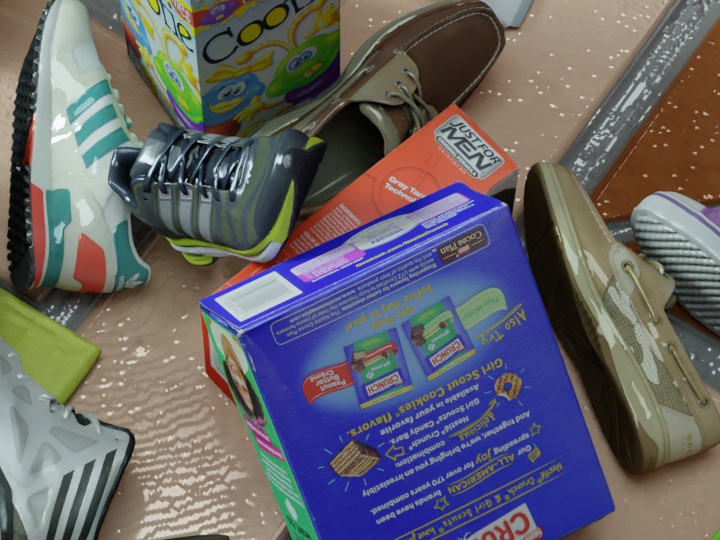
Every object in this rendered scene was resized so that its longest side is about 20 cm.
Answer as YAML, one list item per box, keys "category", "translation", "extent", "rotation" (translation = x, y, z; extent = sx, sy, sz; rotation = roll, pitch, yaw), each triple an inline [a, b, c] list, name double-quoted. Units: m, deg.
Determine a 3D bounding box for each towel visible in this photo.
- category: "towel"
  translation: [-0.242, 0.104, 1.637]
  extent: [0.086, 0.018, 0.200]
  rotation: [31, 67, 8]

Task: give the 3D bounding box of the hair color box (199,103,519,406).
- category: "hair color box"
  translation: [0.000, 0.000, 1.640]
  extent: [0.200, 0.102, 0.061]
  rotation: [-40, 71, -17]

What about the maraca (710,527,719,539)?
- category: "maraca"
  translation: [0.279, 0.167, 1.554]
  extent: [0.200, 0.107, 0.137]
  rotation: [-31, 67, -15]

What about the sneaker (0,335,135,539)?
- category: "sneaker"
  translation: [-0.198, 0.084, 1.615]
  extent: [0.115, 0.076, 0.201]
  rotation: [-4, 61, -25]

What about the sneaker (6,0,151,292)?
- category: "sneaker"
  translation: [-0.163, -0.073, 1.705]
  extent: [0.093, 0.070, 0.200]
  rotation: [8, 60, -16]

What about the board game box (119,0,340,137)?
- category: "board game box"
  translation: [-0.080, -0.168, 1.668]
  extent: [0.103, 0.200, 0.105]
  rotation: [-30, 67, -14]

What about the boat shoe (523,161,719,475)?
- category: "boat shoe"
  translation: [0.154, 0.023, 1.652]
  extent: [0.064, 0.071, 0.200]
  rotation: [-16, 73, -15]

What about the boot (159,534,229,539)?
- category: "boot"
  translation: [-0.162, 0.201, 1.569]
  extent: [0.200, 0.074, 0.076]
  rotation: [-19, 84, -5]

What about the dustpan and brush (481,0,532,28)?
- category: "dustpan and brush"
  translation: [0.035, -0.254, 1.788]
  extent: [0.200, 0.057, 0.140]
  rotation: [22, 66, 10]

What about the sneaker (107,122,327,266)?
- category: "sneaker"
  translation: [-0.086, -0.048, 1.584]
  extent: [0.081, 0.200, 0.074]
  rotation: [28, 71, -21]

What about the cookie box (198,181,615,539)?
- category: "cookie box"
  translation: [0.027, 0.078, 1.555]
  extent: [0.171, 0.075, 0.200]
  rotation: [-25, 110, -13]

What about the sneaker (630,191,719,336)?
- category: "sneaker"
  translation: [0.265, -0.004, 1.666]
  extent: [0.200, 0.073, 0.114]
  rotation: [36, 65, 5]

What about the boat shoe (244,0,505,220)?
- category: "boat shoe"
  translation: [0.013, -0.091, 1.689]
  extent: [0.200, 0.072, 0.076]
  rotation: [-40, 114, -11]
